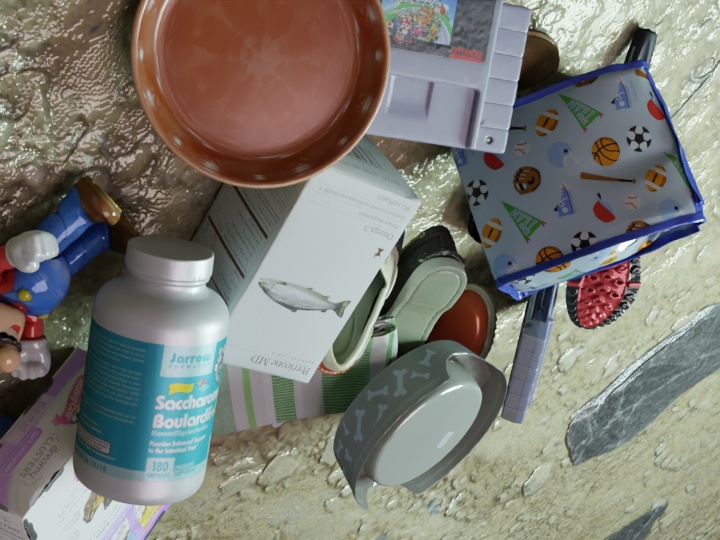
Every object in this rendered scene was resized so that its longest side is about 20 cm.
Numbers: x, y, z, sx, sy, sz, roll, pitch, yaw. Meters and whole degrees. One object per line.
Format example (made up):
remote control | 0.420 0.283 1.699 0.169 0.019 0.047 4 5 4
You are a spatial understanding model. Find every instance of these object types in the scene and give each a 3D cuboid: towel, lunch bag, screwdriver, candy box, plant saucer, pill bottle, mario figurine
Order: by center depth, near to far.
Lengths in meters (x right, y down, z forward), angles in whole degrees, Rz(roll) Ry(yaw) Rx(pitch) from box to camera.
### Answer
plant saucer | -0.076 -0.165 0.982 0.198 0.032 0.202 -3 103 -12
mario figurine | -0.256 0.028 1.012 0.200 0.106 0.124 -43 119 -8
pill bottle | -0.167 0.078 1.036 0.110 0.110 0.202 -2 109 -40
candy box | -0.255 0.200 1.157 0.168 0.071 0.201 -55 153 -36
lunch bag | 0.204 -0.085 1.203 0.198 0.171 0.124 -22 167 15
towel | -0.061 0.109 1.269 0.198 0.024 0.153 -10 144 -6
screwdriver | 0.263 -0.153 1.330 0.028 0.029 0.202 -9 122 -67

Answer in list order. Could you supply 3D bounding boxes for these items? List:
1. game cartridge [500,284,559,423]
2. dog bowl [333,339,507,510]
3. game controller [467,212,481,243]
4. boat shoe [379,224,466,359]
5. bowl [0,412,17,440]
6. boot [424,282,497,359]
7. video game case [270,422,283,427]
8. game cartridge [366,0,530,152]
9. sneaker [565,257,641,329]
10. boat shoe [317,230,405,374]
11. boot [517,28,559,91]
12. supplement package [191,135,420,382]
game cartridge | 0.193 0.056 1.401 0.201 0.038 0.131 -68 166 -49
dog bowl | 0.057 0.154 1.312 0.199 0.059 0.201 -30 148 -21
game controller | 0.188 -0.109 1.331 0.104 0.042 0.201 14 116 -48
boat shoe | 0.038 0.035 1.275 0.071 0.061 0.201 15 137 -27
bowl | -0.371 0.214 1.150 0.199 0.039 0.202 -24 139 -23
boot | 0.072 0.103 1.380 0.107 0.075 0.201 -13 139 -59
video game case | -0.036 0.054 1.305 0.199 0.023 0.182 -35 142 -10
game cartridge | 0.042 -0.174 1.061 0.198 0.038 0.131 5 105 -25
sneaker | 0.271 -0.035 1.409 0.078 0.096 0.202 11 105 0
boat shoe | 0.000 0.000 1.189 0.071 0.063 0.202 23 79 -14
boot | 0.118 -0.173 1.181 0.199 0.075 0.074 -14 133 -33
supplement package | -0.061 -0.023 1.119 0.116 0.118 0.201 16 115 -37
